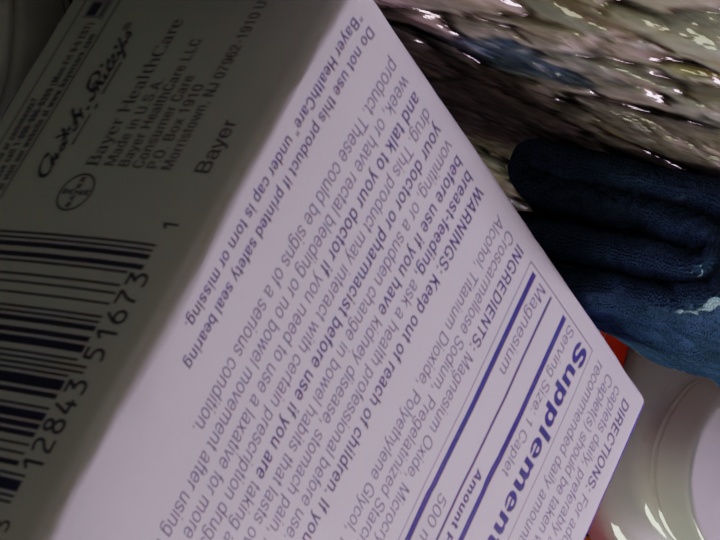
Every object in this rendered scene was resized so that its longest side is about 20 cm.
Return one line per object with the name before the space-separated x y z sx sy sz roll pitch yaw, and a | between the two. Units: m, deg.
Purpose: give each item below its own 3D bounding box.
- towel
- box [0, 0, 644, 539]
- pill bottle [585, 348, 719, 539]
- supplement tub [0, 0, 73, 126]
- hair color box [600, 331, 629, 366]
towel | 0.133 0.019 0.747 0.111 0.049 0.200 15 171 44
box | -0.031 0.050 0.643 0.104 0.185 0.200 6 147 39
pill bottle | 0.120 0.072 0.996 0.111 0.112 0.200 23 173 -25
supplement tub | -0.102 -0.029 0.732 0.131 0.133 0.200 16 174 41
hair color box | 0.000 0.000 0.925 0.199 0.064 0.111 23 165 -26
